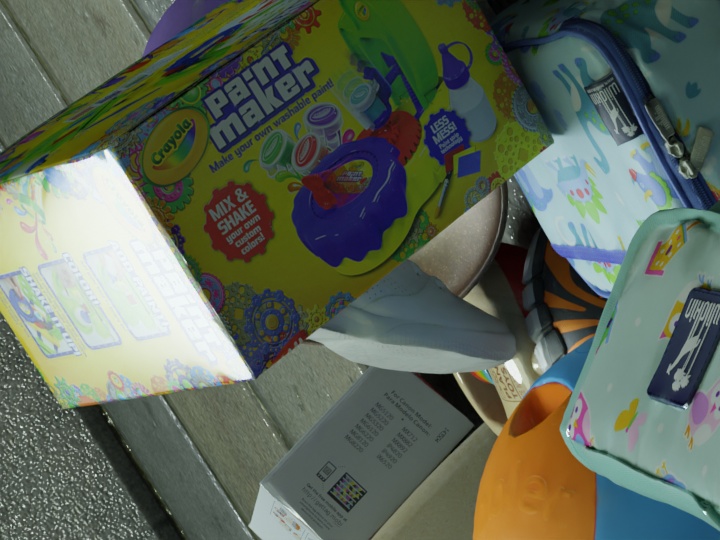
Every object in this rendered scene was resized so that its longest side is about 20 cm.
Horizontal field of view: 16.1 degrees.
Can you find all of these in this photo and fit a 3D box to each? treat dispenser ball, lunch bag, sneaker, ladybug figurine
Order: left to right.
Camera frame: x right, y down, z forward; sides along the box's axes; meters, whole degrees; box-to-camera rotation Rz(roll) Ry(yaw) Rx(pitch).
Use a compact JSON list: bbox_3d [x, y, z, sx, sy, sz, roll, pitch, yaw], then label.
[{"bbox_3d":[0.000,0.000,1.343,0.075,0.200,0.089,-20,59,57],"label":"sneaker"},{"bbox_3d":[0.096,0.041,1.482,0.136,0.072,0.200,66,172,-11],"label":"ladybug figurine"},{"bbox_3d":[0.132,-0.059,1.188,0.161,0.082,0.200,59,166,-13],"label":"lunch bag"},{"bbox_3d":[0.155,0.044,1.342,0.112,0.077,0.200,-34,56,38],"label":"sneaker"},{"bbox_3d":[0.150,0.119,1.129,0.201,0.201,0.201,52,164,22],"label":"treat dispenser ball"},{"bbox_3d":[0.182,0.025,0.958,0.122,0.200,0.170,62,165,-16],"label":"lunch bag"}]

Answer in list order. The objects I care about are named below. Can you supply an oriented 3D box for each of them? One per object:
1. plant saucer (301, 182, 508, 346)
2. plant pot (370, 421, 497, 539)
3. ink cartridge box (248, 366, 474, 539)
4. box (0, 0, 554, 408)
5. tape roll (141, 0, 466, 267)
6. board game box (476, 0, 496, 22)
[{"bbox_3d":[-0.020,-0.047,1.371,0.037,0.200,0.201,-84,-23,-53],"label":"plant saucer"},{"bbox_3d":[0.092,0.219,1.679,0.200,0.177,0.200,54,165,11],"label":"plant pot"},{"bbox_3d":[0.012,0.130,1.783,0.084,0.176,0.200,42,167,6],"label":"ink cartridge box"},{"bbox_3d":[-0.057,-0.046,1.179,0.192,0.200,0.122,-12,112,58],"label":"box"},{"bbox_3d":[-0.032,-0.073,1.428,0.085,0.199,0.200,-84,-23,-53],"label":"tape roll"},{"bbox_3d":[-0.014,-0.201,1.283,0.199,0.043,0.200,54,-178,42],"label":"board game box"}]
